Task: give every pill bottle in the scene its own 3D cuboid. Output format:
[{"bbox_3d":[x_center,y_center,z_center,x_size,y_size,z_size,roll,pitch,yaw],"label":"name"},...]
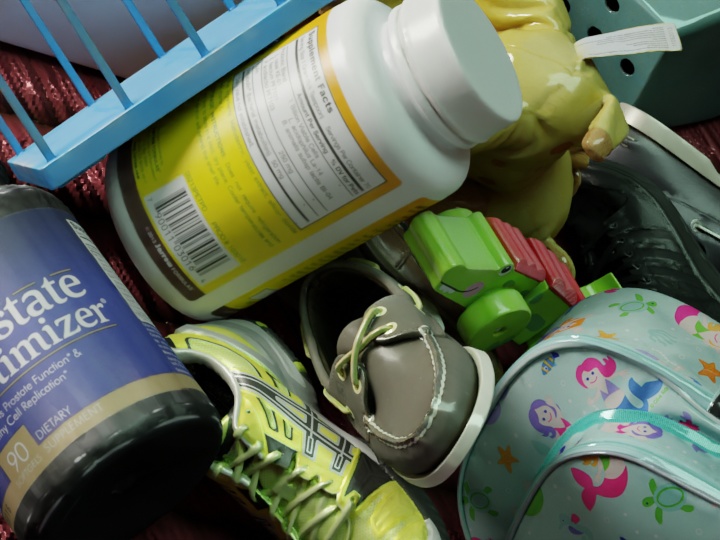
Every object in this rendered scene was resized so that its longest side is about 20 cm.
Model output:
[{"bbox_3d":[-0.022,-0.063,1.430,0.109,0.199,0.110,47,26,-32],"label":"pill bottle"},{"bbox_3d":[-0.163,0.032,1.368,0.112,0.112,0.200,-18,60,-41],"label":"pill bottle"}]

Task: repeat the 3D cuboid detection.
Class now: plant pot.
[{"bbox_3d":[0.206,-0.180,1.781,0.200,0.142,0.141,-31,68,-37],"label":"plant pot"}]

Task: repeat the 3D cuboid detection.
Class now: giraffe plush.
[{"bbox_3d":[0.067,-0.075,1.586,0.199,0.163,0.173,7,52,1],"label":"giraffe plush"}]

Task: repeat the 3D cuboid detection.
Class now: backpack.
[{"bbox_3d":[0.147,0.115,1.421,0.200,0.178,0.150,38,36,14],"label":"backpack"}]

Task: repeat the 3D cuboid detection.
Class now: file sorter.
[{"bbox_3d":[-0.114,-0.148,1.454,0.200,0.139,0.123,-34,101,-9],"label":"file sorter"}]

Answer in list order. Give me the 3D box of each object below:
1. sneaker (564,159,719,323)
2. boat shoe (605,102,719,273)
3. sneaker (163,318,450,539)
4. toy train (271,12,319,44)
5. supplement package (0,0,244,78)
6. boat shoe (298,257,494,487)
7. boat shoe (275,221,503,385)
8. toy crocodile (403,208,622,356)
[{"bbox_3d":[0.158,0.023,1.604,0.104,0.060,0.200,-22,66,-48],"label":"sneaker"},{"bbox_3d":[0.213,-0.014,1.691,0.200,0.073,0.063,39,84,2],"label":"boat shoe"},{"bbox_3d":[-0.036,0.103,1.394,0.200,0.076,0.076,43,25,29],"label":"sneaker"},{"bbox_3d":[-0.024,-0.160,1.635,0.084,0.116,0.200,32,41,3],"label":"toy train"},{"bbox_3d":[-0.158,-0.198,1.591,0.199,0.120,0.122,16,41,-16],"label":"supplement package"},{"bbox_3d":[0.013,0.045,1.383,0.060,0.072,0.202,33,7,-18],"label":"boat shoe"},{"bbox_3d":[0.000,0.000,1.536,0.200,0.072,0.068,54,24,18],"label":"boat shoe"},{"bbox_3d":[0.082,0.009,1.487,0.200,0.062,0.068,32,25,-56],"label":"toy crocodile"}]
